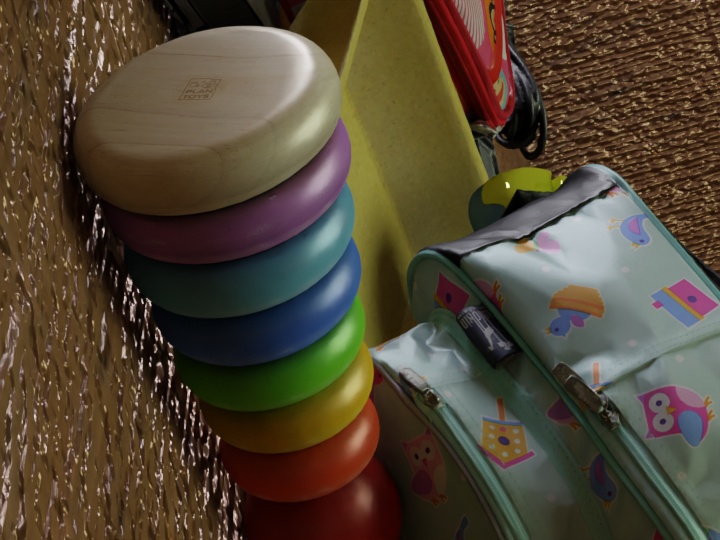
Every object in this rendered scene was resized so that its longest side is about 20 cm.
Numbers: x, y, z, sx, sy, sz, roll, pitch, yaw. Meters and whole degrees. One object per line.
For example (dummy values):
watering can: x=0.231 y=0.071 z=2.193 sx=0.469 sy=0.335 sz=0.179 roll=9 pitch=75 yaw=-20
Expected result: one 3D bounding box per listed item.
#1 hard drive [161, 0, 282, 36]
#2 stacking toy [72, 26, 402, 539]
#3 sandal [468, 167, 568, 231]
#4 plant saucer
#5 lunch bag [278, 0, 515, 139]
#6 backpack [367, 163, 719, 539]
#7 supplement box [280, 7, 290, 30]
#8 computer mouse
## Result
hard drive: x=-0.079 y=-0.190 z=1.162 sx=0.140 sy=0.038 sz=0.201 roll=53 pitch=22 yaw=-70
stacking toy: x=-0.026 y=0.024 z=0.927 sx=0.086 sy=0.085 sz=0.201 roll=-97 pitch=172 yaw=-56
sandal: x=0.099 y=0.047 z=1.214 sx=0.200 sy=0.087 sz=0.080 roll=55 pitch=26 yaw=-18
plant saucer: x=0.000 y=0.000 z=1.131 sx=0.200 sy=0.048 sz=0.201 roll=66 pitch=28 yaw=-42
lunch bag: x=0.013 y=-0.151 z=1.254 sx=0.176 sy=0.081 sz=0.201 roll=60 pitch=20 yaw=-44
backpack: x=0.094 y=0.088 z=1.005 sx=0.200 sy=0.153 sz=0.176 roll=40 pitch=-30 yaw=34
supplement box: x=-0.004 y=-0.076 z=1.370 sx=0.069 sy=0.066 sz=0.201 roll=54 pitch=21 yaw=-69
computer mouse: x=0.033 y=-0.072 z=1.429 sx=0.200 sy=0.046 sz=0.141 roll=115 pitch=-34 yaw=-56
